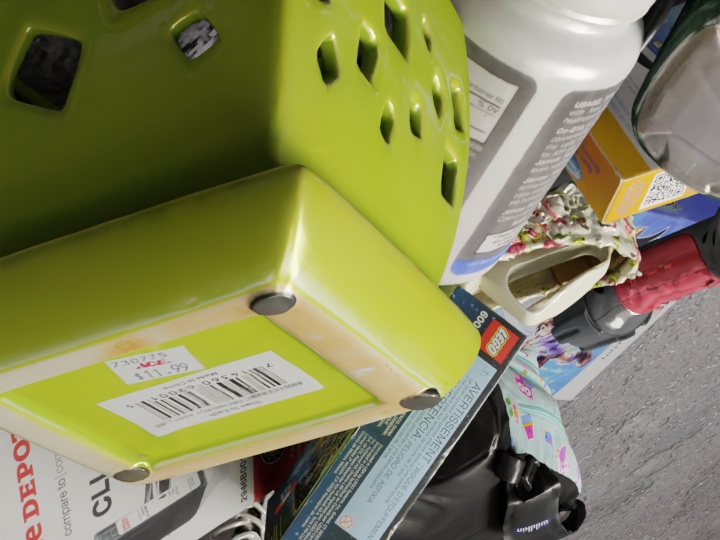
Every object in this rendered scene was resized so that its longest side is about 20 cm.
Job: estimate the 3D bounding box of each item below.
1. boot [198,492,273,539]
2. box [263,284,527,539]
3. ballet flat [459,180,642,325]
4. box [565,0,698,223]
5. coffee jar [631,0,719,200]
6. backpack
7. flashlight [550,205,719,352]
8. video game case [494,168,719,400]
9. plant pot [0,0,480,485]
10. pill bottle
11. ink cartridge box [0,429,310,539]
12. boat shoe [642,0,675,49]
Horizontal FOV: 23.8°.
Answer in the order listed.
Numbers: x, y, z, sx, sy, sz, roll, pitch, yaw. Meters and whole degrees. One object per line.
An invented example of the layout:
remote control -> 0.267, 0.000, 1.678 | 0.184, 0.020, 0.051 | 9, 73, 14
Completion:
boot -> -0.064, 0.150, 1.029 | 0.073, 0.096, 0.202 | 14, 110, -15
box -> 0.010, 0.072, 0.775 | 0.137, 0.038, 0.200 | -56, -178, -2
ballet flat -> 0.065, 0.006, 0.912 | 0.198, 0.064, 0.076 | -23, 150, -14
box -> 0.181, -0.104, 0.894 | 0.198, 0.120, 0.042 | -16, 149, -25
coffee jar -> 0.205, -0.130, 0.823 | 0.201, 0.085, 0.105 | -58, 179, -40
backpack -> 0.054, 0.106, 1.010 | 0.165, 0.128, 0.199 | -19, 160, 25
flashlight -> 0.180, 0.001, 0.952 | 0.067, 0.069, 0.199 | 14, 157, -30
video game case -> 0.132, 0.011, 1.112 | 0.199, 0.046, 0.181 | 7, 133, -49
plant pot -> -0.067, -0.034, 0.641 | 0.198, 0.184, 0.199 | -17, 154, 18
pill bottle -> 0.061, -0.098, 0.794 | 0.113, 0.114, 0.201 | -7, 145, -36
ink cartridge box -> -0.119, 0.065, 0.820 | 0.199, 0.083, 0.146 | -28, 132, -36
boat shoe -> 0.149, -0.181, 0.793 | 0.071, 0.069, 0.201 | -6, 143, -38
